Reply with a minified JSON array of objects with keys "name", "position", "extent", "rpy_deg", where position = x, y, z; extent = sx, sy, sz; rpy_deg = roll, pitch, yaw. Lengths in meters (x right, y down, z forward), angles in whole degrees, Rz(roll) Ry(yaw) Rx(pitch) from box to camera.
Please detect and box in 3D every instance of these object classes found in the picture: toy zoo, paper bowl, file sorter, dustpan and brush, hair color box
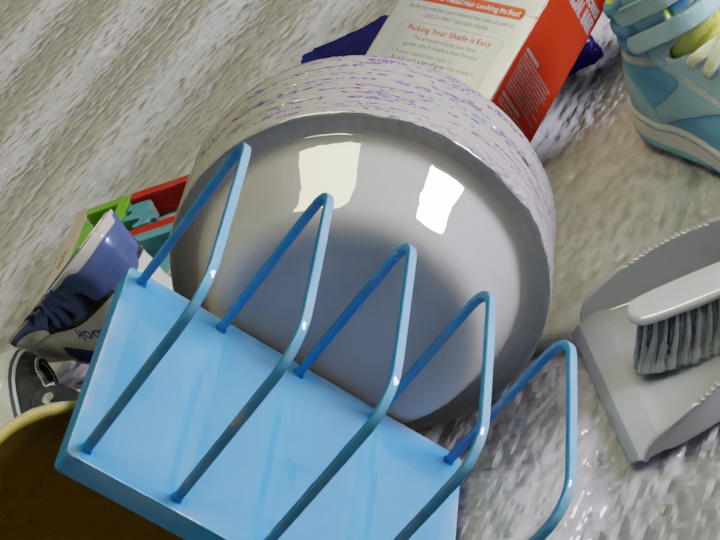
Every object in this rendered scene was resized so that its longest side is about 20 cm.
[{"name":"toy zoo","position":[-0.124,-0.026,1.289],"extent":[0.199,0.021,0.132],"rpy_deg":[-17,31,19]},{"name":"paper bowl","position":[0.000,0.000,0.960],"extent":[0.199,0.201,0.105],"rpy_deg":[-17,32,20]},{"name":"file sorter","position":[-0.012,0.056,0.852],"extent":[0.123,0.199,0.139],"rpy_deg":[-51,17,31]},{"name":"dustpan and brush","position":[0.200,0.000,0.931],"extent":[0.199,0.057,0.140],"rpy_deg":[-26,30,6]},{"name":"hair color box","position":[0.075,-0.144,1.189],"extent":[0.110,0.064,0.201],"rpy_deg":[18,70,37]}]

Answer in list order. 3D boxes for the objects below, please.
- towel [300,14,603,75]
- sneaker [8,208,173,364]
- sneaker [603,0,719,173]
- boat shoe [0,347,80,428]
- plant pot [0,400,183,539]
[{"name":"towel","position":[0.061,-0.141,1.290],"extent":[0.199,0.050,0.148],"rpy_deg":[-24,37,7]},{"name":"sneaker","position":[-0.144,0.041,1.146],"extent":[0.081,0.115,0.199],"rpy_deg":[-52,6,-20]},{"name":"sneaker","position":[0.206,-0.121,1.043],"extent":[0.079,0.131,0.200],"rpy_deg":[-38,31,-20]},{"name":"boat shoe","position":[-0.170,0.101,1.081],"extent":[0.067,0.072,0.200],"rpy_deg":[-30,32,1]},{"name":"plant pot","position":[-0.141,0.181,0.843],"extent":[0.142,0.200,0.201],"rpy_deg":[-35,23,31]}]
